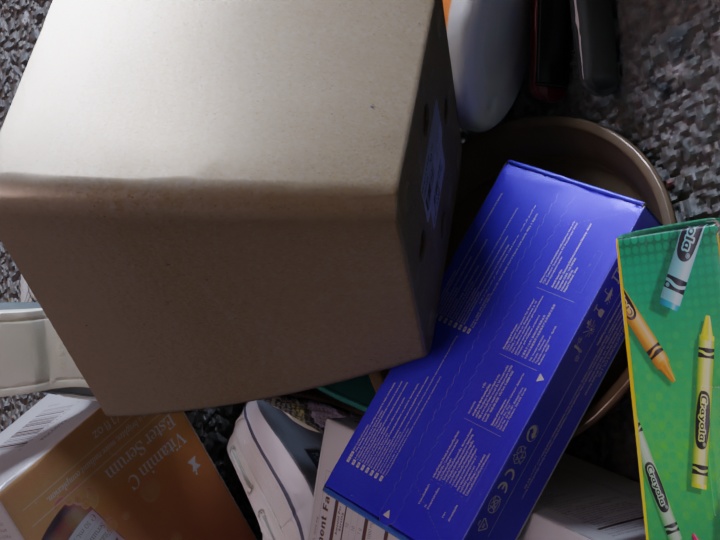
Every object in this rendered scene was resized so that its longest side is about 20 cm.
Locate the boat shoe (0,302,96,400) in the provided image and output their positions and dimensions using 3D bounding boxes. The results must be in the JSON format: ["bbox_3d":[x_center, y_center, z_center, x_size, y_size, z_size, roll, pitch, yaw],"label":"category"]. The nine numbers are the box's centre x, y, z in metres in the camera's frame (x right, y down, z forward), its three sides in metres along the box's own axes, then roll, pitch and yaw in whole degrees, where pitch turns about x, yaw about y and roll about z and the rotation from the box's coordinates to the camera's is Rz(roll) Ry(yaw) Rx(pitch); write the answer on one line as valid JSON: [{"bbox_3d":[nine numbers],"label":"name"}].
[{"bbox_3d":[-0.167,0.048,0.874,0.062,0.198,0.074,-158,70,-72],"label":"boat shoe"}]

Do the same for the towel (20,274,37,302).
[{"bbox_3d":[-0.214,-0.077,1.034,0.194,0.034,0.201,-63,21,25],"label":"towel"}]

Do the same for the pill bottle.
[{"bbox_3d":[-0.008,-0.152,0.801,0.198,0.114,0.115,12,100,23],"label":"pill bottle"}]

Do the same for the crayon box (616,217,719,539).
[{"bbox_3d":[0.185,0.078,0.655,0.058,0.118,0.202,-9,86,43],"label":"crayon box"}]

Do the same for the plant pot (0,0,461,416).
[{"bbox_3d":[-0.047,-0.051,0.695,0.175,0.201,0.201,4,56,12],"label":"plant pot"}]

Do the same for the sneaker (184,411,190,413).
[{"bbox_3d":[-0.098,0.016,0.936,0.199,0.076,0.116,-30,99,31],"label":"sneaker"}]

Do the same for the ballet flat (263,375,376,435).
[{"bbox_3d":[-0.053,0.060,0.849,0.072,0.199,0.072,-49,23,29],"label":"ballet flat"}]

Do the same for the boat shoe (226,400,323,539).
[{"bbox_3d":[-0.037,0.175,0.904,0.086,0.074,0.203,-54,54,30],"label":"boat shoe"}]

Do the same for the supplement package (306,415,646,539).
[{"bbox_3d":[0.076,0.159,0.766,0.199,0.113,0.111,18,103,44],"label":"supplement package"}]

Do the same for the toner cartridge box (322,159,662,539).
[{"bbox_3d":[0.070,0.049,0.705,0.095,0.043,0.201,23,80,45],"label":"toner cartridge box"}]

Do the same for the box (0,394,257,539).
[{"bbox_3d":[-0.168,0.189,0.928,0.106,0.152,0.201,-14,111,43],"label":"box"}]

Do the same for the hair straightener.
[{"bbox_3d":[0.134,-0.195,0.761,0.076,0.041,0.202,3,89,44],"label":"hair straightener"}]

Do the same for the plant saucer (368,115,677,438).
[{"bbox_3d":[0.087,0.010,0.768,0.199,0.029,0.202,-17,59,31],"label":"plant saucer"}]
